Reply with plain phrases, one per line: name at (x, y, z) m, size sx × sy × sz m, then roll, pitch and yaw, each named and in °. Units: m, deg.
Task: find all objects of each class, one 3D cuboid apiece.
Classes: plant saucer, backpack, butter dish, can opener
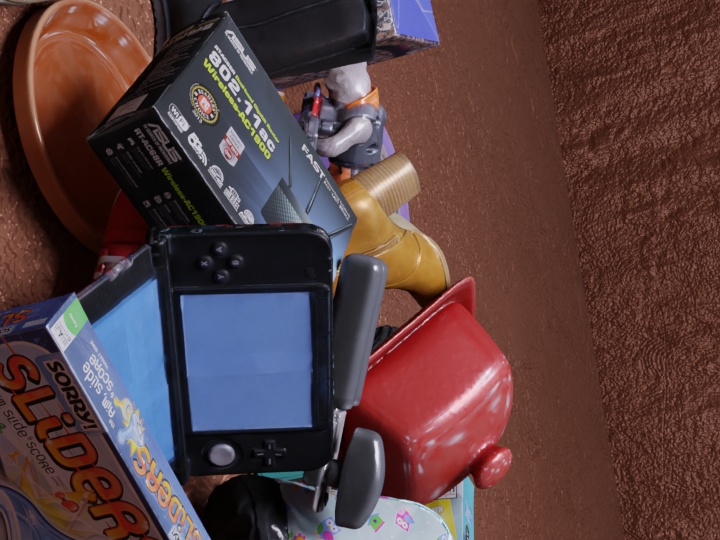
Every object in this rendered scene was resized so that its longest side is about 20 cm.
plant saucer at (-0.200, -0.106, 0.838) m, size 0.200 × 0.032 × 0.202 m, roll -13°, pitch 90°, yaw -71°
backpack at (-0.020, 0.249, 0.880) m, size 0.199 × 0.126 × 0.168 m, roll 14°, pitch 64°, yaw -29°
butter dish at (0.075, 0.142, 1.010) m, size 0.199 × 0.148 × 0.201 m, roll -39°, pitch 150°, yaw -25°
can opener at (-0.005, 0.088, 0.824) m, size 0.053 × 0.066 × 0.201 m, roll 12°, pitch 86°, yaw -82°

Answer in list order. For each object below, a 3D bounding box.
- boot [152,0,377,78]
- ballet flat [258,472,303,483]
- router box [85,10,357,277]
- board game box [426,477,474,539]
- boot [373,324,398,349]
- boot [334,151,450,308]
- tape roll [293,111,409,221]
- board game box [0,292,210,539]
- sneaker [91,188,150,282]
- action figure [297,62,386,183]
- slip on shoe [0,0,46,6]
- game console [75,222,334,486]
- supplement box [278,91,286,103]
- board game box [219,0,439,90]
boot at (-0.085, -0.243, 0.979) m, size 0.066 × 0.199 × 0.166 m, roll 30°, pitch 50°, yaw -63°
ballet flat at (-0.067, 0.199, 0.992) m, size 0.063 × 0.068 × 0.201 m, roll 103°, pitch -15°, yaw -70°
router box at (-0.088, -0.061, 0.780) m, size 0.200 × 0.062 × 0.150 m, roll 57°, pitch 29°, yaw -26°
board game box at (0.031, 0.293, 1.039) m, size 0.047 × 0.150 × 0.201 m, roll 61°, pitch 26°, yaw -47°
boot at (0.042, 0.177, 1.245) m, size 0.158 × 0.079 × 0.212 m, roll -37°, pitch 112°, yaw -68°
boot at (0.000, 0.000, 0.984) m, size 0.071 × 0.144 × 0.202 m, roll 39°, pitch -22°, yaw 40°
tape roll at (-0.018, -0.088, 1.236) m, size 0.200 × 0.085 × 0.201 m, roll -14°, pitch 90°, yaw -70°
board game box at (-0.176, 0.116, 0.619) m, size 0.035 × 0.135 × 0.201 m, roll -66°, pitch 138°, yaw -57°
sneaker at (-0.172, 0.031, 0.734) m, size 0.112 × 0.071 × 0.201 m, roll 11°, pitch 83°, yaw -68°
action figure at (-0.011, -0.116, 1.063) m, size 0.200 × 0.104 × 0.195 m, roll -93°, pitch -178°, yaw -62°
slip on shoe at (-0.209, -0.224, 0.759) m, size 0.200 × 0.060 × 0.077 m, roll -31°, pitch 108°, yaw -69°
game console at (-0.099, 0.084, 0.697) m, size 0.119 × 0.171 × 0.201 m, roll -98°, pitch -172°, yaw -58°
supplement box at (-0.105, -0.093, 0.964) m, size 0.200 × 0.073 × 0.127 m, roll -51°, pitch 129°, yaw -80°
board game box at (-0.042, -0.251, 1.097) m, size 0.159 × 0.199 × 0.097 m, roll -23°, pitch 101°, yaw -69°
